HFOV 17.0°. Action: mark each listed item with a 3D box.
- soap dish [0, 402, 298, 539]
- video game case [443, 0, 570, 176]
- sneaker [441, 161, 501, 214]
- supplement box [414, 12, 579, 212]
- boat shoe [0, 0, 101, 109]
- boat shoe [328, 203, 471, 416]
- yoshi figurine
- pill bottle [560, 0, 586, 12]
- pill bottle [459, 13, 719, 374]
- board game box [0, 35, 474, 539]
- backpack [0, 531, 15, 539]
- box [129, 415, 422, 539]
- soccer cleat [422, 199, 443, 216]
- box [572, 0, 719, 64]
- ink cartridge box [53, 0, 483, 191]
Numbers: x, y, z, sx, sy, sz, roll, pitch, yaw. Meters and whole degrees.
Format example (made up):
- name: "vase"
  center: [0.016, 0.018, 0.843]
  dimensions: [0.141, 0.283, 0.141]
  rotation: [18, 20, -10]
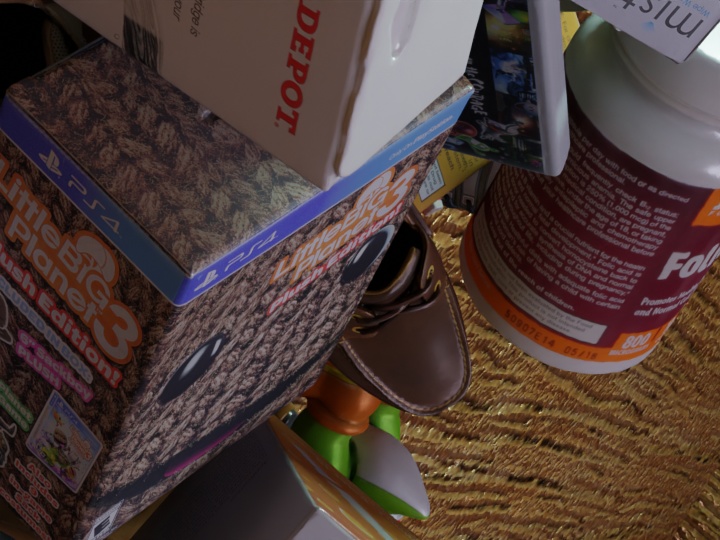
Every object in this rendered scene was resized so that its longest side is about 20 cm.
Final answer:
- name: "soap dish"
  center: [-0.112, 0.083, 1.209]
  dimensions: [0.158, 0.081, 0.200]
  rotation: [-53, 161, -8]
- name: "video game case"
  center: [-0.003, -0.110, 1.008]
  dimensions: [0.200, 0.181, 0.023]
  rotation: [74, 33, -66]
- name: "sneaker"
  center: [0.067, -0.053, 1.319]
  dimensions: [0.199, 0.081, 0.074]
  rotation: [-22, 171, 37]
- name: "supplement box"
  center: [0.031, -0.077, 1.181]
  dimensions: [0.200, 0.066, 0.069]
  rotation: [-38, 114, -38]
- name: "boat shoe"
  center: [-0.138, -0.079, 0.883]
  dimensions: [0.076, 0.074, 0.200]
  rotation: [-59, 161, 10]
- name: "boat shoe"
  center: [0.000, -0.001, 1.068]
  dimensions: [0.072, 0.068, 0.201]
  rotation: [-32, 128, -4]
- name: "yoshi figurine"
  center: [-0.034, 0.124, 1.242]
  dimensions: [0.112, 0.112, 0.201]
  rotation: [-117, -144, -66]
- name: "pill bottle"
  center: [0.080, -0.218, 1.093]
  dimensions: [0.113, 0.112, 0.200]
  rotation: [-51, 145, -12]
- name: "pill bottle"
  center: [0.134, -0.054, 1.141]
  dimensions: [0.114, 0.114, 0.200]
  rotation: [-37, 162, -44]
- name: "board game box"
  center: [-0.070, -0.008, 0.934]
  dimensions: [0.159, 0.097, 0.200]
  rotation: [-35, 162, -38]
- name: "backpack"
  center: [-0.183, 0.199, 1.049]
  dimensions: [0.178, 0.199, 0.151]
  rotation: [-53, 166, -10]
- name: "box"
  center: [-0.022, 0.152, 1.081]
  dimensions: [0.098, 0.124, 0.200]
  rotation: [-48, -165, 1]
- name: "soccer cleat"
  center: [-0.038, -0.051, 1.219]
  dimensions: [0.199, 0.077, 0.067]
  rotation: [-6, 159, -46]
- name: "box"
  center: [0.100, -0.208, 0.956]
  dimensions: [0.177, 0.199, 0.097]
  rotation: [-50, -150, 27]
- name: "ink cartridge box"
  center: [-0.050, -0.145, 0.793]
  dimensions: [0.084, 0.199, 0.145]
  rotation: [-40, 156, -38]
